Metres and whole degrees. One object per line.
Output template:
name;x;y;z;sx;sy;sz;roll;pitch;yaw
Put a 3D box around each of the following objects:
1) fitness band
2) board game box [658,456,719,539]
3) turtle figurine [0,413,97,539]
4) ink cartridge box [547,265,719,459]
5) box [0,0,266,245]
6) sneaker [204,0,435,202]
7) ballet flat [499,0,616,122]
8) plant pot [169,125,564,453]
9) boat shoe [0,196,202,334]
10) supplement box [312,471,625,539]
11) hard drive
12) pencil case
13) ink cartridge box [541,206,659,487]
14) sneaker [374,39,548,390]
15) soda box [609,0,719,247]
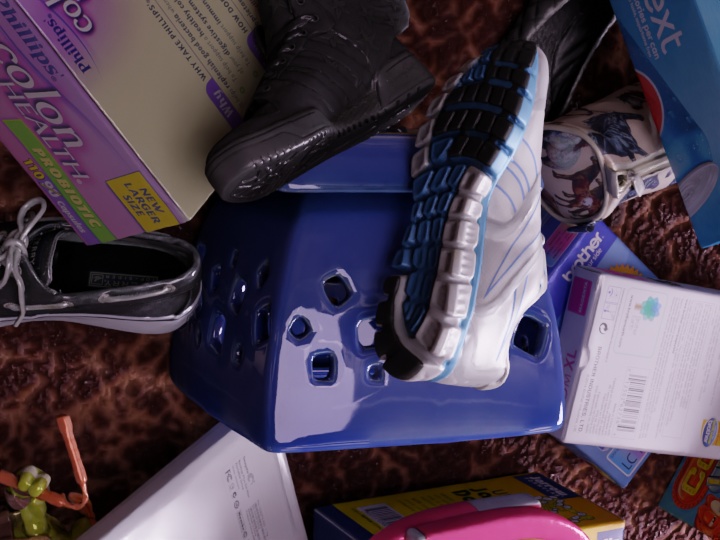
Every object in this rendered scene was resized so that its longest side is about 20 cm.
fitness band;0.071;0.223;0.918;0.199;0.037;0.144;-5;104;-28
board game box;0.346;0.137;1.071;0.056;0.196;0.200;29;89;-27
turtle figurine;-0.228;0.175;0.889;0.161;0.064;0.201;-11;124;-12
ink cartridge box;0.229;0.070;1.006;0.199;0.042;0.120;10;98;-24
box;-0.126;-0.148;0.798;0.176;0.096;0.200;53;49;-25
sneaker;-0.032;-0.115;0.771;0.200;0.060;0.104;-31;81;-42
ballet flat;0.133;-0.149;0.982;0.066;0.057;0.201;25;91;-26
plant pot;0.000;0.000;0.885;0.199;0.200;0.181;-1;97;-23
boat shoe;-0.193;-0.001;0.833;0.199;0.068;0.074;9;63;-6
supplement box;0.075;0.223;1.006;0.199;0.109;0.109;-4;104;-30
hard drive;-0.106;0.187;0.912;0.200;0.026;0.132;-37;120;-50
pencil case;0.208;-0.093;0.991;0.200;0.089;0.078;-24;130;-33
ink cartridge box;0.154;0.044;1.030;0.200;0.076;0.137;40;84;-25
sneaker;0.073;-0.028;0.787;0.086;0.075;0.201;21;83;-36
soda box;0.230;-0.122;0.921;0.064;0.068;0.201;-15;84;-36
